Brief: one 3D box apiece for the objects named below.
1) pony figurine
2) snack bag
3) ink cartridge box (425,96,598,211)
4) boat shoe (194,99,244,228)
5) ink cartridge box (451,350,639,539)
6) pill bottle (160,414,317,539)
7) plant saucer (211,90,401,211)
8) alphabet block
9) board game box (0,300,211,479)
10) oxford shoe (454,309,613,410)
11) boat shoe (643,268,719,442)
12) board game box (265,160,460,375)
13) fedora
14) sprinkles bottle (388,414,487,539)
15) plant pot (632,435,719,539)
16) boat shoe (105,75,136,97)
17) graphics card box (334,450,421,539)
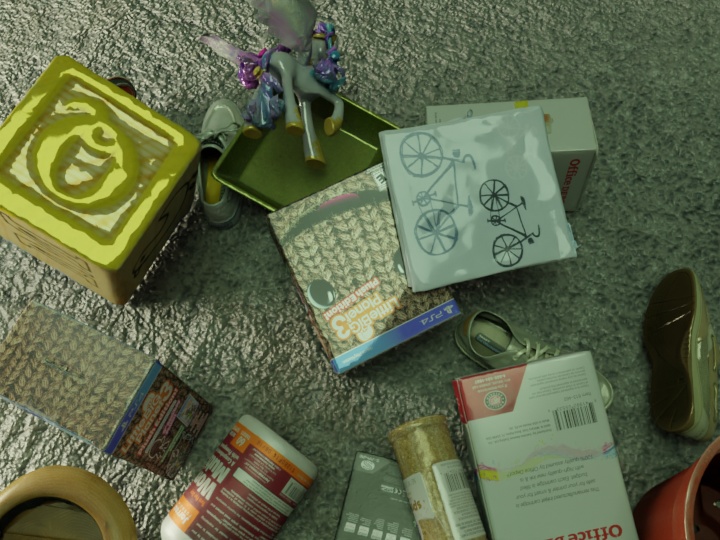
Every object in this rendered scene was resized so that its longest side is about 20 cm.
[{"bbox_3d":[-0.097,-0.256,0.902,0.166,0.192,0.202,-22,58,45],"label":"pony figurine"},{"bbox_3d":[0.133,-0.087,0.804,0.198,0.021,0.191,-12,84,-2],"label":"snack bag"},{"bbox_3d":[0.182,-0.138,0.897,0.198,0.145,0.084,-2,65,4],"label":"ink cartridge box"},{"bbox_3d":[-0.199,-0.166,0.980,0.074,0.086,0.204,-1,66,5],"label":"boat shoe"},{"bbox_3d":[0.190,0.200,0.754,0.144,0.083,0.202,-12,81,0],"label":"ink cartridge box"},{"bbox_3d":[-0.144,0.268,0.769,0.109,0.110,0.201,32,72,18],"label":"pill bottle"},{"bbox_3d":[-0.067,-0.149,0.960,0.199,0.048,0.201,28,70,1],"label":"plant saucer"},{"bbox_3d":[-0.328,-0.099,0.872,0.195,0.200,0.197,30,71,-7],"label":"alphabet block"},{"bbox_3d":[-0.279,0.139,0.782,0.158,0.200,0.097,22,70,14],"label":"board game box"},{"bbox_3d":[0.201,0.109,0.833,0.199,0.058,0.076,29,69,15],"label":"oxford shoe"},{"bbox_3d":[0.379,0.096,0.821,0.065,0.072,0.202,24,60,-23],"label":"boat shoe"},{"bbox_3d":[0.000,0.000,0.850,0.158,0.097,0.201,-26,84,-6],"label":"board game box"},{"bbox_3d":[-0.331,0.316,0.781,0.198,0.082,0.203,-3,65,5],"label":"fedora"},{"bbox_3d":[0.089,0.253,0.721,0.068,0.068,0.202,-17,67,-2],"label":"sprinkles bottle"},{"bbox_3d":[0.358,0.259,0.665,0.198,0.196,0.203,1,67,-2],"label":"plant pot"},{"bbox_3d":[-0.392,-0.195,1.014,0.200,0.071,0.062,-48,38,-10],"label":"boat shoe"},{"bbox_3d":[0.030,0.309,0.764,0.124,0.051,0.202,11,68,10],"label":"graphics card box"}]
